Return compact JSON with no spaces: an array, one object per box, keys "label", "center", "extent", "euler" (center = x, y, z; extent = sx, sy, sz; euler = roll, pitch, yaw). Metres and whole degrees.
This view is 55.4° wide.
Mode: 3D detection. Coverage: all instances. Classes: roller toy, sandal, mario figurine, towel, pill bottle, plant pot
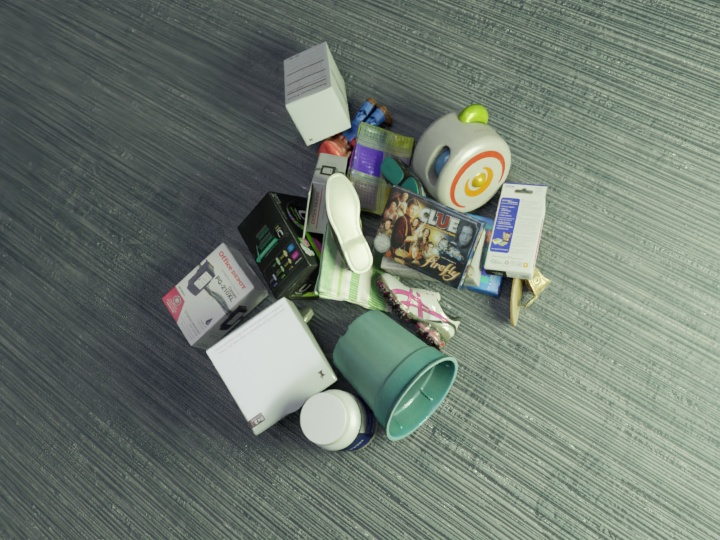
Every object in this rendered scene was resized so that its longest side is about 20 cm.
[{"label":"roller toy","center":[0.213,-0.219,1.416],"extent":[0.181,0.201,0.141],"euler":[-34,53,-2]},{"label":"sandal","center":[0.349,0.008,1.381],"extent":[0.068,0.078,0.216],"euler":[3,72,24]},{"label":"mario figurine","center":[-0.018,-0.298,1.590],"extent":[0.200,0.106,0.123],"euler":[-45,25,-7]},{"label":"towel","center":[0.000,0.000,1.449],"extent":[0.023,0.197,0.156],"euler":[-10,68,57]},{"label":"pill bottle","center":[-0.043,0.298,1.363],"extent":[0.113,0.200,0.118],"euler":[-4,74,16]},{"label":"plant pot","center":[0.058,0.195,1.372],"extent":[0.195,0.200,0.201],"euler":[39,89,29]},{"label":"towel","center":[0.042,-0.219,1.526],"extent":[0.141,0.023,0.204],"euler":[15,80,-15]}]

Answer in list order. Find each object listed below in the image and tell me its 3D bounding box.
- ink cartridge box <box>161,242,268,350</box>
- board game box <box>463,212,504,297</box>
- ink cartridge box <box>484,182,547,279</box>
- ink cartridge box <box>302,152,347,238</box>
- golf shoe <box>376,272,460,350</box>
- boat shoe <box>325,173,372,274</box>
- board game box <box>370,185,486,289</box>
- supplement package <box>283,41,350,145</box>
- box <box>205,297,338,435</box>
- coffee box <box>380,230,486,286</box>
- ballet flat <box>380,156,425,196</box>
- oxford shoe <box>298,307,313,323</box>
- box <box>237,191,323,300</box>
[{"label":"ink cartridge box","center":[-0.333,0.059,1.578],"extent":[0.199,0.084,0.145],"euler":[-42,69,4]},{"label":"board game box","center":[0.216,-0.043,1.452],"extent":[0.196,0.045,0.155],"euler":[15,82,20]},{"label":"ink cartridge box","center":[0.315,-0.082,1.380],"extent":[0.093,0.037,0.204],"euler":[7,68,23]},{"label":"ink cartridge box","center":[-0.074,-0.156,1.466],"extent":[0.065,0.201,0.118],"euler":[10,122,-2]},{"label":"golf shoe","center":[0.119,0.070,1.434],"extent":[0.200,0.073,0.092],"euler":[43,77,3]},{"label":"boat shoe","center":[-0.031,-0.093,1.380],"extent":[0.071,0.060,0.206],"euler":[-19,101,-15]},{"label":"board game box","center":[0.130,-0.067,1.336],"extent":[0.197,0.034,0.138],"euler":[25,105,21]},{"label":"supplement package","center":[-0.101,-0.406,1.568],"extent":[0.115,0.118,0.203],"euler":[-19,45,11]},{"label":"box","center":[-0.177,0.194,1.410],"extent":[0.197,0.131,0.202],"euler":[-33,85,-4]},{"label":"coffee box","center":[0.150,-0.040,1.406],"extent":[0.196,0.080,0.116],"euler":[8,80,20]},{"label":"ballet flat","center":[0.104,-0.172,1.448],"extent":[0.073,0.074,0.202],"euler":[-29,45,8]},{"label":"oxford shoe","center":[-0.169,0.167,1.518],"extent":[0.058,0.075,0.201],"euler":[42,81,-21]},{"label":"box","center":[-0.147,-0.051,1.499],"extent":[0.124,0.147,0.202],"euler":[-43,67,26]}]
